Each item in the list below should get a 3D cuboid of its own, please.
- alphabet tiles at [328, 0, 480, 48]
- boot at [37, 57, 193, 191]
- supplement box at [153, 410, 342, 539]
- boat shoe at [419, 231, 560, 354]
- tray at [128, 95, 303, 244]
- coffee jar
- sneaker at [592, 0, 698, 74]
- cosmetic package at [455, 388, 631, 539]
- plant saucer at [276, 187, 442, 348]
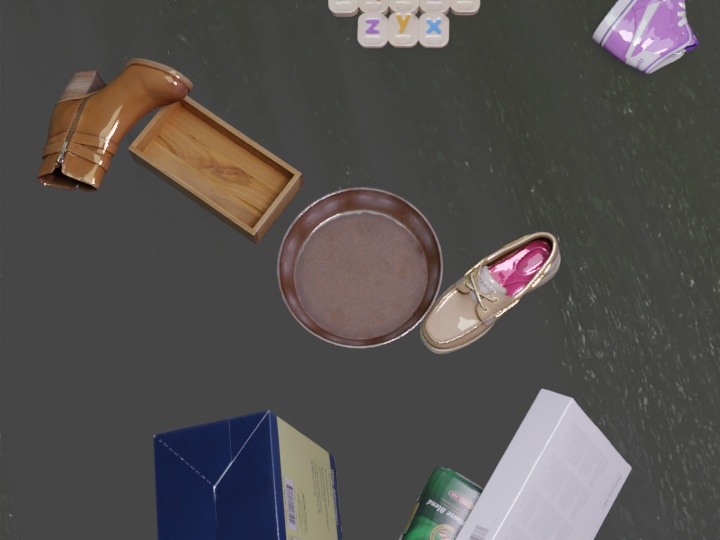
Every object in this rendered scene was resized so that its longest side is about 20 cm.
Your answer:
[{"bbox_3d":[0.057,-0.376,1.771,0.196,0.015,0.199,0,70,3],"label":"alphabet tiles"},{"bbox_3d":[-0.304,-0.174,1.658,0.197,0.077,0.157,2,62,25],"label":"boot"},{"bbox_3d":[-0.110,0.277,1.418,0.132,0.200,0.203,-12,66,15],"label":"supplement box"},{"bbox_3d":[0.150,0.018,1.589,0.199,0.069,0.074,-38,72,-11],"label":"boat shoe"},{"bbox_3d":[-0.178,-0.128,1.680,0.199,0.037,0.099,34,74,13],"label":"tray"},{"bbox_3d":[0.075,0.322,1.470,0.103,0.085,0.201,30,74,8],"label":"coffee jar"},{"bbox_3d":[0.393,-0.335,1.714,0.114,0.073,0.201,36,85,11],"label":"sneaker"},{"bbox_3d":[0.197,0.253,1.458,0.051,0.151,0.201,13,64,50],"label":"cosmetic package"},{"bbox_3d":[0.000,0.000,1.623,0.197,0.035,0.203,-1,69,3],"label":"plant saucer"}]
